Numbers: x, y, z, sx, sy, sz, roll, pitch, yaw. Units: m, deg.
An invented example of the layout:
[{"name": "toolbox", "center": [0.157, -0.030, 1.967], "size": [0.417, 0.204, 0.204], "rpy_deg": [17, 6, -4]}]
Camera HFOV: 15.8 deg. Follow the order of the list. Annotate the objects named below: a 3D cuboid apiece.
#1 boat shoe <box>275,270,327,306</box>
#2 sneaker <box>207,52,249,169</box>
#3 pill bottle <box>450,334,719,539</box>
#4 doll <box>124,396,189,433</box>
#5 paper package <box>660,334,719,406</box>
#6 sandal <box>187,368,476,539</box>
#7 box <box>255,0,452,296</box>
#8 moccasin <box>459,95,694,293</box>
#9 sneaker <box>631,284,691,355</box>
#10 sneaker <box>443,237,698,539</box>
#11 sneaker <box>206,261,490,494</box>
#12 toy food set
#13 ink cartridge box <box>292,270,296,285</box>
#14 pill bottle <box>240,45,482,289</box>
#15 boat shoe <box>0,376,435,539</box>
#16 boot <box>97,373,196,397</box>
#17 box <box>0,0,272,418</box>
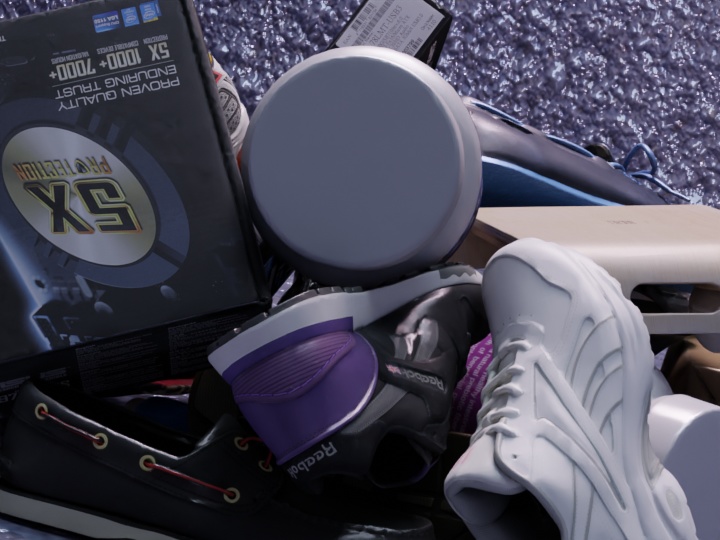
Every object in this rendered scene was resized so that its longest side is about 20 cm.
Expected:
[{"name": "boat shoe", "center": [0.003, 0.001, 1.389], "size": [0.073, 0.068, 0.199], "rpy_deg": [20, 32, 15]}, {"name": "sneaker", "center": [-0.152, -0.055, 1.299], "size": [0.200, 0.082, 0.078], "rpy_deg": [-25, 23, -18]}, {"name": "pill bottle", "center": [0.086, 0.082, 1.278], "size": [0.200, 0.113, 0.112], "rpy_deg": [16, 8, 39]}, {"name": "doll", "center": [-0.058, 0.075, 1.376], "size": [0.136, 0.049, 0.200], "rpy_deg": [4, 8, 6]}, {"name": "paper package", "center": [0.254, 0.104, 1.439], "size": [0.190, 0.104, 0.200], "rpy_deg": [10, 7, 3]}, {"name": "sandal", "center": [0.008, 0.093, 1.222], "size": [0.200, 0.082, 0.055], "rpy_deg": [16, -13, 19]}, {"name": "box", "center": [-0.033, -0.052, 1.444], "size": [0.050, 0.199, 0.200], "rpy_deg": [38, -12, 5]}, {"name": "moccasin", "center": [0.130, -0.046, 1.466], "size": [0.200, 0.068, 0.080], "rpy_deg": [29, -47, -29]}, {"name": "sneaker", "center": [0.125, 0.054, 1.487], "size": [0.074, 0.080, 0.200], "rpy_deg": [12, -23, -32]}, {"name": "sneaker", "center": [0.079, 0.071, 1.135], "size": [0.099, 0.200, 0.078], "rpy_deg": [0, -34, -26]}, {"name": "sneaker", "center": [0.009, 0.055, 1.155], "size": [0.076, 0.088, 0.200], "rpy_deg": [-32, -10, 30]}, {"name": "toy food set", "center": [0.133, 0.004, 1.339], "size": [0.143, 0.061, 0.200], "rpy_deg": [-1, 8, -12]}, {"name": "ink cartridge box", "center": [0.036, 0.052, 1.500], "size": [0.059, 0.104, 0.200], "rpy_deg": [5, 8, -39]}, {"name": "pill bottle", "center": [0.002, -0.047, 1.234], "size": [0.113, 0.114, 0.200], "rpy_deg": [12, 1, 3]}, {"name": "boat shoe", "center": [-0.061, 0.095, 1.133], "size": [0.201, 0.063, 0.074], "rpy_deg": [14, 4, 7]}, {"name": "boot", "center": [-0.167, 0.031, 1.321], "size": [0.200, 0.073, 0.150], "rpy_deg": [15, -15, -42]}, {"name": "box", "center": [-0.156, -0.025, 1.195], "size": [0.199, 0.164, 0.086], "rpy_deg": [-12, -18, -7]}]
